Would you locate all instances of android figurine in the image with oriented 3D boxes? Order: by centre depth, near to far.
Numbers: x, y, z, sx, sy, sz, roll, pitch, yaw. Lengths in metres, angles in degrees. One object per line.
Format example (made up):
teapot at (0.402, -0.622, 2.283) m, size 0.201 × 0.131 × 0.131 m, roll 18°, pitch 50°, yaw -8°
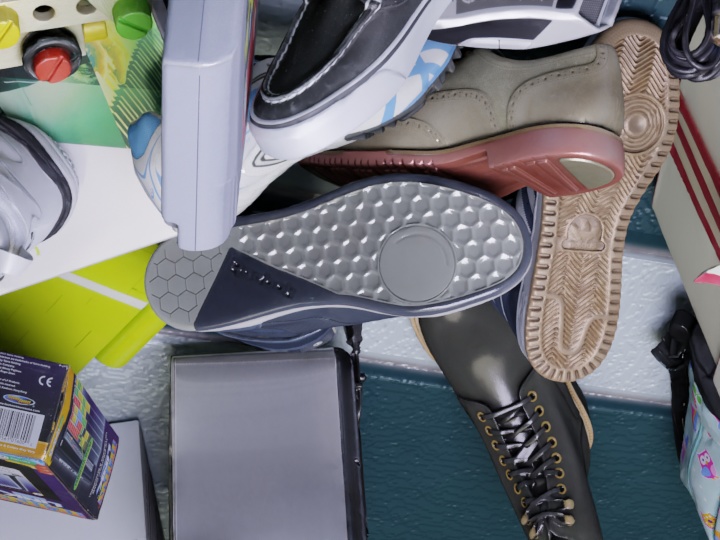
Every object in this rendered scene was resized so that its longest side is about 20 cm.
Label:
android figurine at (-0.185, 0.001, 1.269) m, size 0.182 × 0.041 × 0.200 m, roll 22°, pitch 131°, yaw -29°

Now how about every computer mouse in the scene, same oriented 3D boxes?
computer mouse at (0.093, -0.145, 1.136) m, size 0.199 × 0.110 × 0.044 m, roll 2°, pitch 157°, yaw 5°

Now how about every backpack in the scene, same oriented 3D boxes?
backpack at (0.264, 0.107, 1.402) m, size 0.166 × 0.127 × 0.200 m, roll -7°, pitch 141°, yaw -7°

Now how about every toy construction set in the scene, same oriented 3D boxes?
toy construction set at (-0.177, -0.149, 1.055) m, size 0.199 × 0.092 × 0.131 m, roll 2°, pitch 140°, yaw 2°

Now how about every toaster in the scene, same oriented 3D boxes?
toaster at (-0.055, 0.150, 1.358) m, size 0.118 × 0.201 × 0.181 m, roll 0°, pitch 145°, yaw -6°

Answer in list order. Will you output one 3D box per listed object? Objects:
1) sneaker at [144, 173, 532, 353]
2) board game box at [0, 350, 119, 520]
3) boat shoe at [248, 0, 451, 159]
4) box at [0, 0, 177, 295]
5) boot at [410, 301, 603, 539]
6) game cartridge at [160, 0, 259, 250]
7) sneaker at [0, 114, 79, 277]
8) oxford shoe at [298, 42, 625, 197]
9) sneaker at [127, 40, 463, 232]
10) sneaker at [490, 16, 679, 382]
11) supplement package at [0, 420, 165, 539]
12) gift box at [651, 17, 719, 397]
sneaker at (-0.001, -0.002, 1.230) m, size 0.201 × 0.077 × 0.146 m, roll -5°, pitch 173°, yaw 11°
board game box at (-0.244, 0.076, 1.241) m, size 0.199 × 0.057 × 0.165 m, roll 12°, pitch 165°, yaw 6°
boat shoe at (0.007, -0.141, 1.066) m, size 0.199 × 0.073 × 0.068 m, roll -48°, pitch 130°, yaw -15°
box at (-0.177, -0.065, 1.164) m, size 0.199 × 0.036 × 0.145 m, roll -19°, pitch 111°, yaw 8°
boot at (0.098, 0.097, 1.352) m, size 0.077 × 0.139 × 0.200 m, roll -26°, pitch 134°, yaw 18°
game cartridge at (-0.065, -0.125, 1.036) m, size 0.041 × 0.201 × 0.133 m, roll 2°, pitch 137°, yaw 1°
sneaker at (-0.236, -0.054, 1.089) m, size 0.199 × 0.115 × 0.075 m, roll 23°, pitch 111°, yaw -7°
oxford shoe at (0.055, -0.077, 1.196) m, size 0.199 × 0.074 × 0.071 m, roll -2°, pitch 162°, yaw 35°
sneaker at (-0.028, -0.088, 1.136) m, size 0.072 × 0.200 × 0.073 m, roll -12°, pitch 107°, yaw 57°
sneaker at (0.115, -0.050, 1.258) m, size 0.070 × 0.109 × 0.201 m, roll 9°, pitch 105°, yaw -15°
supplement package at (-0.177, 0.203, 1.438) m, size 0.113 × 0.110 × 0.200 m, roll -7°, pitch 138°, yaw -3°
gift box at (0.251, -0.022, 1.203) m, size 0.199 × 0.187 × 0.185 m, roll -10°, pitch 139°, yaw -8°
